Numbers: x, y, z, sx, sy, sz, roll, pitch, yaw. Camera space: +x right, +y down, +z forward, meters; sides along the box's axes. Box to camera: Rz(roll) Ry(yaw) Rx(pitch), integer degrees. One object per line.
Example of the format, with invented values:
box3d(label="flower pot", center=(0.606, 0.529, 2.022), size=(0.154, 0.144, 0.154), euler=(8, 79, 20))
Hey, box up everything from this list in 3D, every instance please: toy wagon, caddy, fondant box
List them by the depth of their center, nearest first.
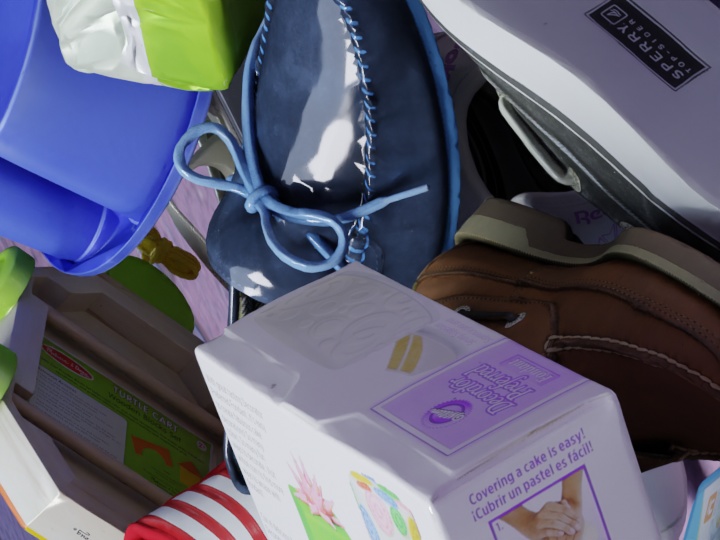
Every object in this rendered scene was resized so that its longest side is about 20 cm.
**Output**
box3d(label="fondant box", center=(0.038, 0.111, 0.688), size=(0.144, 0.058, 0.201), euler=(27, 142, 61))
box3d(label="caddy", center=(-0.111, -0.099, 1.041), size=(0.141, 0.104, 0.201), euler=(-26, 54, 51))
box3d(label="toy wagon", center=(-0.094, 0.052, 1.076), size=(0.155, 0.040, 0.200), euler=(36, -154, -21))

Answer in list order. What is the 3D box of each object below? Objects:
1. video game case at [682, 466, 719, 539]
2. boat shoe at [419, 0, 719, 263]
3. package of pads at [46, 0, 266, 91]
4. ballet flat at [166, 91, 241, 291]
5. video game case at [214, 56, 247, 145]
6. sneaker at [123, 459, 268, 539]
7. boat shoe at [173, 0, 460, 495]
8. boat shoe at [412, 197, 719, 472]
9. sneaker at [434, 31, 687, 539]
box3d(label="video game case", center=(0.115, 0.103, 0.746), size=(0.018, 0.144, 0.200), euler=(19, 159, -3))
box3d(label="boat shoe", center=(0.067, -0.056, 0.740), size=(0.200, 0.070, 0.064), euler=(50, 157, 33))
box3d(label="package of pads", center=(-0.060, -0.181, 0.810), size=(0.068, 0.155, 0.201), euler=(5, 132, 18))
box3d(label="ballet flat", center=(-0.062, -0.060, 1.113), size=(0.201, 0.069, 0.069), euler=(67, 162, -9))
box3d(label="video game case", center=(0.000, 0.000, 0.979), size=(0.201, 0.025, 0.181), euler=(64, -176, 2))
box3d(label="sneaker", center=(-0.038, 0.077, 1.002), size=(0.079, 0.115, 0.200), euler=(62, -176, -2))
box3d(label="boat shoe", center=(-0.012, -0.006, 0.810), size=(0.084, 0.068, 0.201), euler=(34, 137, 45))
box3d(label="boat shoe", center=(0.066, 0.032, 0.717), size=(0.072, 0.068, 0.200), euler=(45, 170, -16))
box3d(label="sneaker", center=(0.059, 0.013, 0.851), size=(0.099, 0.075, 0.201), euler=(-11, 112, 56))
